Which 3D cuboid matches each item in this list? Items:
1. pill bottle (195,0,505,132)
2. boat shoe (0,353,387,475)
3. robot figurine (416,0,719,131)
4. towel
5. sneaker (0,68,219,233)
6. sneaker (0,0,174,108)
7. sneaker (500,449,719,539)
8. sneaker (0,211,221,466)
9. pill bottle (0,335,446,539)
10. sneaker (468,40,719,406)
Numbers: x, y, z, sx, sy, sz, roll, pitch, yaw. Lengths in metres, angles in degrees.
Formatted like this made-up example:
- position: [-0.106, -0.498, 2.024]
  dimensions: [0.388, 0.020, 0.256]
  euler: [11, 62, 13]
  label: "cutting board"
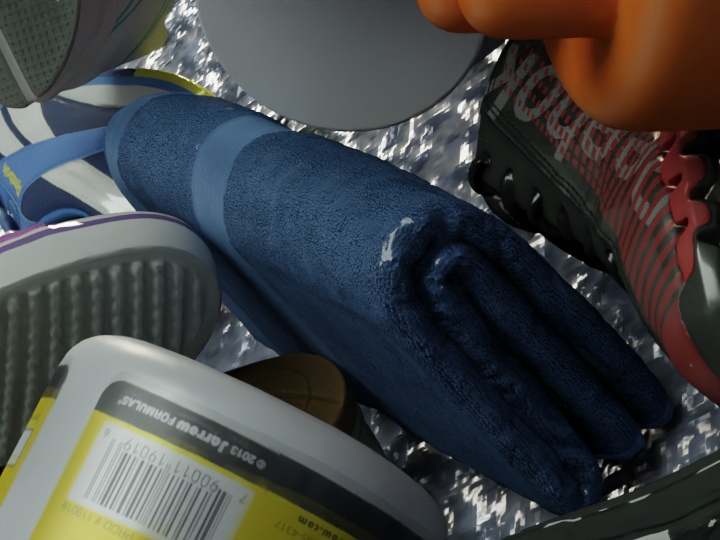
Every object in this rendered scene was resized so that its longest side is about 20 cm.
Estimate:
- position: [0.009, -0.126, 0.797]
  dimensions: [0.112, 0.112, 0.200]
  euler: [-39, 17, 27]
  label: "pill bottle"
- position: [-0.082, 0.084, 0.777]
  dimensions: [0.199, 0.065, 0.072]
  euler: [-18, 36, 18]
  label: "boat shoe"
- position: [0.113, -0.091, 0.605]
  dimensions: [0.144, 0.198, 0.117]
  euler: [108, 155, -57]
  label: "robot figurine"
- position: [0.000, 0.000, 0.743]
  dimensions: [0.049, 0.112, 0.200]
  euler: [-48, 29, -9]
  label: "towel"
- position: [-0.107, -0.028, 0.961]
  dimensions: [0.199, 0.074, 0.083]
  euler: [4, 67, 57]
  label: "sneaker"
- position: [-0.076, -0.151, 0.866]
  dimensions: [0.070, 0.080, 0.201]
  euler: [38, 120, 23]
  label: "sneaker"
- position: [0.084, 0.096, 0.588]
  dimensions: [0.199, 0.060, 0.105]
  euler: [-33, 34, 30]
  label: "sneaker"
- position: [-0.137, 0.006, 0.777]
  dimensions: [0.199, 0.073, 0.115]
  euler: [-22, 45, 14]
  label: "sneaker"
- position: [-0.066, 0.126, 0.645]
  dimensions: [0.112, 0.112, 0.201]
  euler: [10, 70, 57]
  label: "pill bottle"
- position: [0.079, -0.023, 0.694]
  dimensions: [0.098, 0.071, 0.201]
  euler: [-40, 33, 25]
  label: "sneaker"
